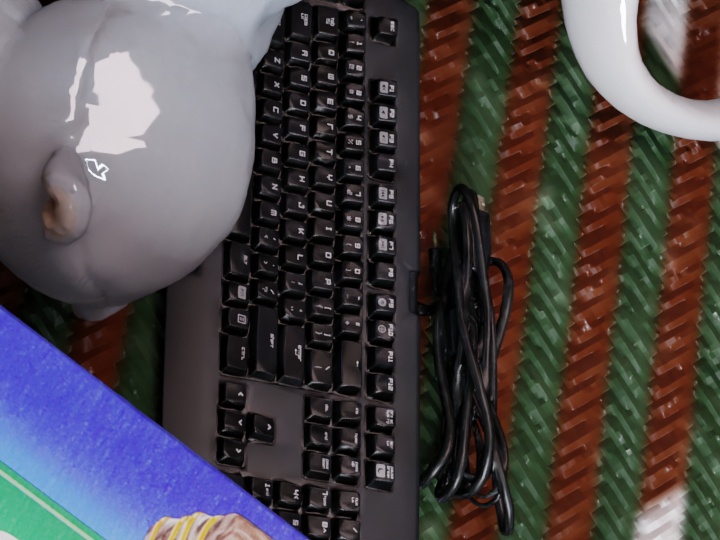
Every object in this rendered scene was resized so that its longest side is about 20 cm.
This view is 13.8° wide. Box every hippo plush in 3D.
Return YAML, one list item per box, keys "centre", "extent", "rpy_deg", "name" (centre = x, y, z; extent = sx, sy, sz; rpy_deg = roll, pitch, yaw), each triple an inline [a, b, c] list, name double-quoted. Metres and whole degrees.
- centre: [-0.053, -0.068, 0.773]
  extent: [0.200, 0.159, 0.161]
  rpy_deg: [24, 85, 9]
  name: "hippo plush"

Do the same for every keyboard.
- centre: [0.000, 0.000, 0.813]
  extent: [0.104, 0.040, 0.201]
  rpy_deg: [13, 62, -24]
  name: "keyboard"

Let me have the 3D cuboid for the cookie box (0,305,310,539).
- centre: [-0.093, 0.099, 0.579]
  extent: [0.200, 0.075, 0.171]
  rpy_deg: [37, 55, -8]
  name: "cookie box"

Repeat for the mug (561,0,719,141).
- centre: [0.111, -0.139, 0.896]
  extent: [0.175, 0.147, 0.201]
  rpy_deg: [-2, 97, -38]
  name: "mug"
